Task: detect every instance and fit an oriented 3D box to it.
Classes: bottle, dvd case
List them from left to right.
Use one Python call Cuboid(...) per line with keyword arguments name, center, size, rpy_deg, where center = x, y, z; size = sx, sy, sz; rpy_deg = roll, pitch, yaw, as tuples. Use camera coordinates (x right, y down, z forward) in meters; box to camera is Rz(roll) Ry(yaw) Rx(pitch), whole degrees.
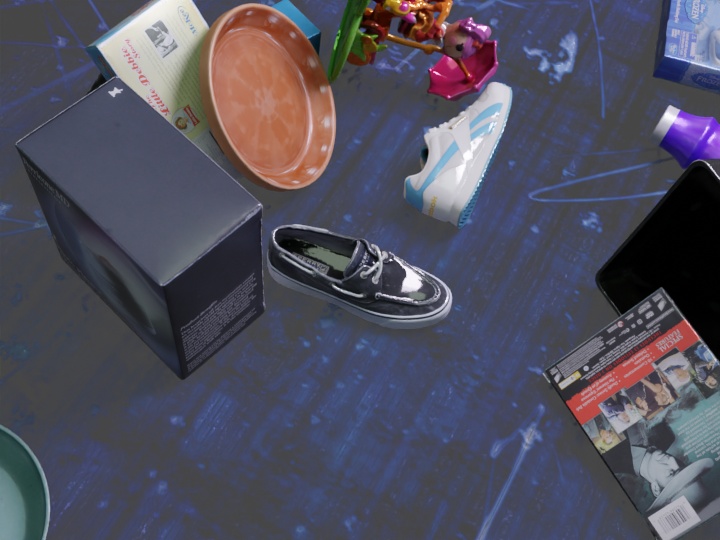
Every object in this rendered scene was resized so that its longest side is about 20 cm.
Cuboid(name="dvd case", center=(0.289, 0.138, 0.872), size=(0.146, 0.022, 0.200), rpy_deg=(-39, 64, 15))
Cuboid(name="bottle", center=(0.433, -0.123, 1.055), size=(0.200, 0.065, 0.084), rpy_deg=(31, 61, 12))

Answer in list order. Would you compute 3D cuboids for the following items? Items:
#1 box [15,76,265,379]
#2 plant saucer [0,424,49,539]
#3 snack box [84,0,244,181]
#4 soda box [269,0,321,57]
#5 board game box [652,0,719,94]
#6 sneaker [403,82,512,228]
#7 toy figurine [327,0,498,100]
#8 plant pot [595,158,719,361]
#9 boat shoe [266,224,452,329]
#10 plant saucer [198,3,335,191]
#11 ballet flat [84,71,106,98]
Cuboid(name="box", center=(-0.199, -0.035, 0.863), size=(0.200, 0.199, 0.123), rpy_deg=(41, 64, 17))
Cuboid(name="plant saucer", center=(-0.368, 0.224, 0.791), size=(0.199, 0.036, 0.201), rpy_deg=(2, 60, -4))
Cuboid(name="snack box", center=(-0.182, -0.181, 0.964), size=(0.116, 0.200, 0.037), rpy_deg=(-44, 29, -23))
Cuboid(name="soda box", center=(-0.143, -0.231, 1.059), size=(0.200, 0.064, 0.068), rpy_deg=(-36, 70, -22))
Cuboid(name="board game box", center=(0.488, -0.308, 1.179), size=(0.198, 0.043, 0.201), rpy_deg=(16, 60, 2))
Cuboid(name="sneaker", center=(0.115, -0.144, 1.030), size=(0.080, 0.077, 0.200), rpy_deg=(22, 58, 9))
Cuboid(name="toy figurine", center=(0.077, -0.272, 1.050), size=(0.183, 0.200, 0.151), rpy_deg=(17, 68, -10))
Cuboid(name="plant pot", center=(0.397, 0.010, 0.911), size=(0.177, 0.200, 0.200), rpy_deg=(-15, 62, -30))
Cuboid(name="boat shoe", center=(0.000, 0.000, 0.938), size=(0.199, 0.068, 0.072), rpy_deg=(20, 60, 5))
Cuboid(name="plant saucer", center=(-0.100, -0.183, 0.985), size=(0.032, 0.200, 0.201), rpy_deg=(-9, 51, 37))
Cuboid(name="ballet flat", center=(-0.295, -0.160, 1.021), size=(0.066, 0.057, 0.200), rpy_deg=(38, 65, -16))
